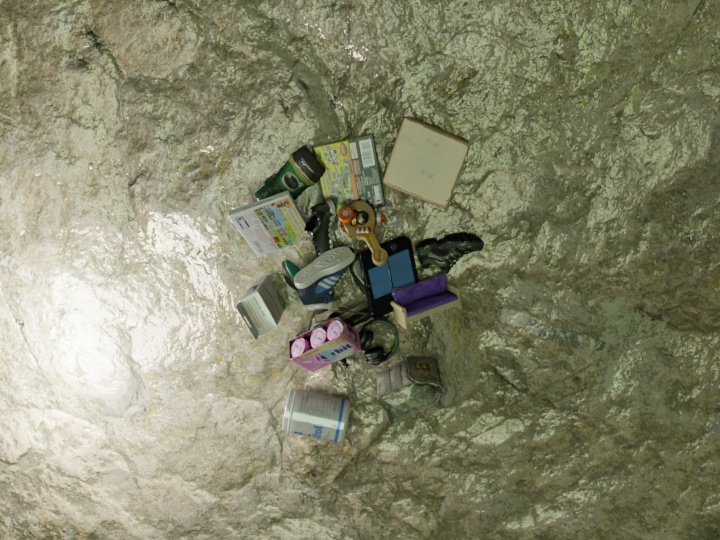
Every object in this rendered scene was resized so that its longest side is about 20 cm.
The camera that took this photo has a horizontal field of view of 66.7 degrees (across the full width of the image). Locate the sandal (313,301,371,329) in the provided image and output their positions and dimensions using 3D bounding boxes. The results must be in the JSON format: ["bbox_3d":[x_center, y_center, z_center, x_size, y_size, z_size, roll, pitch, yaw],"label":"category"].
[{"bbox_3d":[-0.049,0.141,1.651,0.196,0.058,0.081,-21,140,-9],"label":"sandal"}]

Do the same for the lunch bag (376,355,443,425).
[{"bbox_3d":[0.152,0.343,1.643,0.196,0.165,0.119,-26,106,9],"label":"lunch bag"}]

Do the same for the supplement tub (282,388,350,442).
[{"bbox_3d":[-0.136,0.451,1.704,0.194,0.132,0.136,11,107,-1],"label":"supplement tub"}]

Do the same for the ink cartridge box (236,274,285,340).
[{"bbox_3d":[-0.282,0.104,1.572,0.066,0.201,0.119,-26,104,9],"label":"ink cartridge box"}]

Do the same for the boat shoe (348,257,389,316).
[{"bbox_3d":[0.031,0.045,1.602,0.071,0.060,0.204,-40,116,-19],"label":"boat shoe"}]

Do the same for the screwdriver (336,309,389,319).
[{"bbox_3d":[0.005,0.125,1.608,0.196,0.029,0.029,10,96,-34],"label":"screwdriver"}]

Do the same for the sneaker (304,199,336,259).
[{"bbox_3d":[-0.122,-0.103,1.551,0.089,0.066,0.204,-12,126,-31],"label":"sneaker"}]

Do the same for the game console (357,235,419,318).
[{"bbox_3d":[0.087,0.016,1.578,0.174,0.031,0.205,-22,108,-27],"label":"game console"}]

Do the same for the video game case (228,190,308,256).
[{"bbox_3d":[-0.247,-0.127,1.535,0.178,0.023,0.201,-18,145,7],"label":"video game case"}]

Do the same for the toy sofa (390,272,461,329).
[{"bbox_3d":[0.189,0.084,1.575,0.195,0.083,0.100,-17,109,-18],"label":"toy sofa"}]

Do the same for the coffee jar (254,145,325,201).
[{"bbox_3d":[-0.195,-0.246,1.516,0.199,0.086,0.105,-37,105,21],"label":"coffee jar"}]

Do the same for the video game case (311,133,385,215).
[{"bbox_3d":[-0.031,-0.267,1.548,0.176,0.026,0.205,-10,106,5],"label":"video game case"}]

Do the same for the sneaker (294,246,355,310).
[{"bbox_3d":[-0.087,0.034,1.569,0.197,0.081,0.148,-30,133,-9],"label":"sneaker"}]

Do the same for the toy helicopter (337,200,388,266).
[{"bbox_3d":[0.028,-0.106,1.512,0.130,0.079,0.203,-26,70,-6],"label":"toy helicopter"}]

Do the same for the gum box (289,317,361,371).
[{"bbox_3d":[-0.101,0.220,1.621,0.197,0.067,0.113,-27,140,22],"label":"gum box"}]

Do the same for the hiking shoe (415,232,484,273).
[{"bbox_3d":[0.261,-0.047,1.583,0.194,0.076,0.103,-6,115,14],"label":"hiking shoe"}]

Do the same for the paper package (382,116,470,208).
[{"bbox_3d":[0.177,-0.296,1.491,0.195,0.104,0.195,19,105,-3],"label":"paper package"}]

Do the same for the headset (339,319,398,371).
[{"bbox_3d":[0.025,0.234,1.678,0.198,0.094,0.125,-37,98,-4],"label":"headset"}]

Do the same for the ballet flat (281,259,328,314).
[{"bbox_3d":[-0.175,0.059,1.628,0.068,0.068,0.200,-40,101,25],"label":"ballet flat"}]
